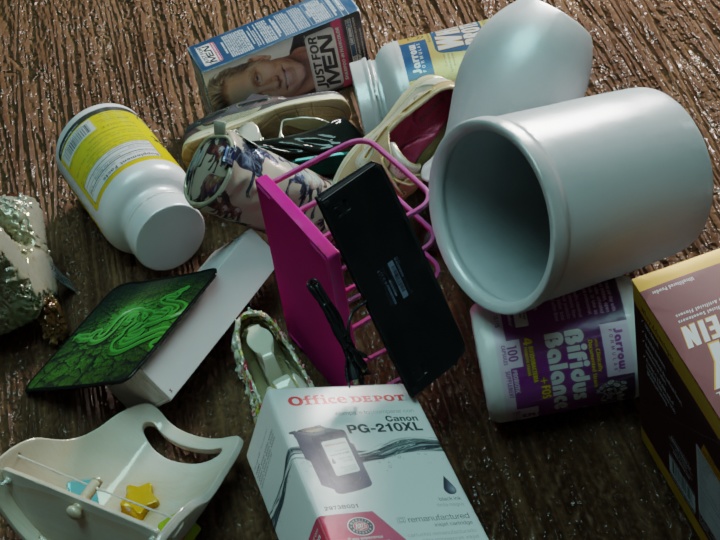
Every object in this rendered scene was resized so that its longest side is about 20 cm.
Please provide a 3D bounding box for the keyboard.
[{"bbox_3d":[0.011,0.020,1.367,0.127,0.202,0.021,-35,18,-29],"label":"keyboard"}]

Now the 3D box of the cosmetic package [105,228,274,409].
[{"bbox_3d":[-0.165,0.049,1.557,0.082,0.051,0.201,-25,23,52],"label":"cosmetic package"}]

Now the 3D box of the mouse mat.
[{"bbox_3d":[-0.239,0.060,1.559,0.199,0.008,0.161,-8,36,48],"label":"mouse mat"}]

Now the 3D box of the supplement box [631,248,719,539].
[{"bbox_3d":[0.323,0.118,1.280,0.131,0.201,0.198,-18,43,-6],"label":"supplement box"}]

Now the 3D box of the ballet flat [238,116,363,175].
[{"bbox_3d":[-0.094,-0.129,1.730,0.197,0.068,0.069,-10,64,-13],"label":"ballet flat"}]

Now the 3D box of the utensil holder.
[{"bbox_3d":[0.187,-0.069,1.387,0.198,0.172,0.170,-17,39,-33],"label":"utensil holder"}]

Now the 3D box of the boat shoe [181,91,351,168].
[{"bbox_3d":[-0.110,-0.169,1.783,0.198,0.072,0.065,-19,48,3],"label":"boat shoe"}]

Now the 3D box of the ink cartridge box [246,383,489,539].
[{"bbox_3d":[0.002,0.193,1.337,0.143,0.085,0.201,0,38,-24],"label":"ink cartridge box"}]

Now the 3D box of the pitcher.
[{"bbox_3d":[0.136,-0.153,1.523,0.120,0.172,0.202,30,89,-4],"label":"pitcher"}]

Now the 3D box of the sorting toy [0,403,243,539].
[{"bbox_3d":[-0.200,0.193,1.420,0.198,0.108,0.180,16,43,28],"label":"sorting toy"}]

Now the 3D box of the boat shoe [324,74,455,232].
[{"bbox_3d":[0.035,-0.112,1.573,0.201,0.073,0.069,-57,18,-4],"label":"boat shoe"}]

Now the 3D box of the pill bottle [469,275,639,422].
[{"bbox_3d":[0.204,0.067,1.428,0.197,0.113,0.113,-12,43,3],"label":"pill bottle"}]

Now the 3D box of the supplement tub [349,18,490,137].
[{"bbox_3d":[0.096,-0.185,1.690,0.197,0.146,0.146,-13,43,0],"label":"supplement tub"}]

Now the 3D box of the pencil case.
[{"bbox_3d":[-0.078,-0.078,1.603,0.078,0.198,0.090,32,100,55],"label":"pencil case"}]

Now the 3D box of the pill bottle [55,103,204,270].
[{"bbox_3d":[-0.246,-0.088,1.703,0.110,0.112,0.200,-27,45,-14],"label":"pill bottle"}]

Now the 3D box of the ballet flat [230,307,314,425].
[{"bbox_3d":[-0.079,0.110,1.491,0.075,0.064,0.200,-25,45,-13],"label":"ballet flat"}]

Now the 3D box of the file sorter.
[{"bbox_3d":[0.000,0.000,1.488,0.124,0.202,0.139,-27,44,-18],"label":"file sorter"}]

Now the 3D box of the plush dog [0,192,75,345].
[{"bbox_3d":[-0.407,0.027,1.634,0.170,0.162,0.200,-21,13,12],"label":"plush dog"}]

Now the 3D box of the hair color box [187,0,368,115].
[{"bbox_3d":[-0.092,-0.242,1.830,0.198,0.101,0.061,-23,45,-9],"label":"hair color box"}]

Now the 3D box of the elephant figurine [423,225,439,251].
[{"bbox_3d":[0.182,-0.063,1.575,0.200,0.155,0.142,-42,82,-13],"label":"elephant figurine"}]
